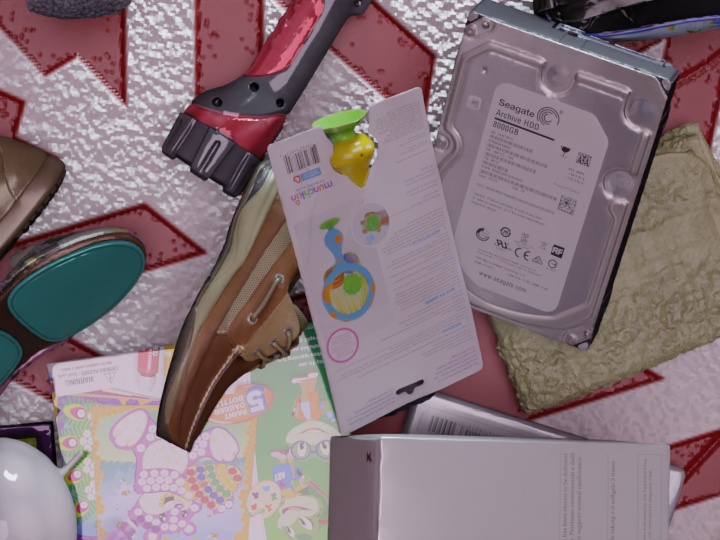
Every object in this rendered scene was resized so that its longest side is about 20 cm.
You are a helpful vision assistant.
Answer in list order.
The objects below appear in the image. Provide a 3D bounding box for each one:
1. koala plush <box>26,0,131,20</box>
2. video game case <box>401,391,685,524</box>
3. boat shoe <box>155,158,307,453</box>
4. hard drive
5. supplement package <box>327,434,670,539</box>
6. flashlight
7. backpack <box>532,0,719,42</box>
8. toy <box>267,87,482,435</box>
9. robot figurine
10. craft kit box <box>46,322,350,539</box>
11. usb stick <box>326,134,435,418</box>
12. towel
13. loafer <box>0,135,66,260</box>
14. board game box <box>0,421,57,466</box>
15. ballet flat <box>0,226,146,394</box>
[{"bbox_3d":[-0.120,-0.279,1.281,0.199,0.178,0.185,-2,51,3],"label":"koala plush"},{"bbox_3d":[0.106,0.196,1.399,0.199,0.023,0.183,17,91,-6],"label":"video game case"},{"bbox_3d":[-0.071,0.027,1.316,0.074,0.076,0.201,24,81,-1],"label":"boat shoe"},{"bbox_3d":[0.113,-0.060,1.301,0.139,0.038,0.201,21,118,12],"label":"hard drive"},{"bbox_3d":[0.087,0.166,1.306,0.199,0.117,0.118,3,86,-16],"label":"supplement package"},{"bbox_3d":[-0.058,-0.149,1.352,0.068,0.068,0.201,29,88,28],"label":"flashlight"},{"bbox_3d":[0.209,-0.246,1.322,0.199,0.147,0.184,-4,97,5],"label":"backpack"},{"bbox_3d":[0.005,-0.009,1.304,0.115,0.047,0.201,-23,115,-24],"label":"toy"},{"bbox_3d":[-0.269,0.173,1.297,0.199,0.113,0.171,-13,96,-2],"label":"robot figurine"},{"bbox_3d":[-0.100,0.145,1.360,0.199,0.049,0.199,-9,88,-4],"label":"craft kit box"},{"bbox_3d":[0.000,0.000,1.368,0.055,0.033,0.201,-18,88,11],"label":"usb stick"},{"bbox_3d":[0.176,0.001,1.389,0.199,0.036,0.149,-25,94,-3],"label":"towel"},{"bbox_3d":[-0.279,-0.010,1.340,0.067,0.076,0.200,40,81,-2],"label":"loafer"},{"bbox_3d":[-0.303,0.170,1.365,0.199,0.032,0.121,-4,89,-3],"label":"board game box"},{"bbox_3d":[-0.232,0.031,1.343,0.200,0.071,0.069,-43,125,1],"label":"ballet flat"}]
